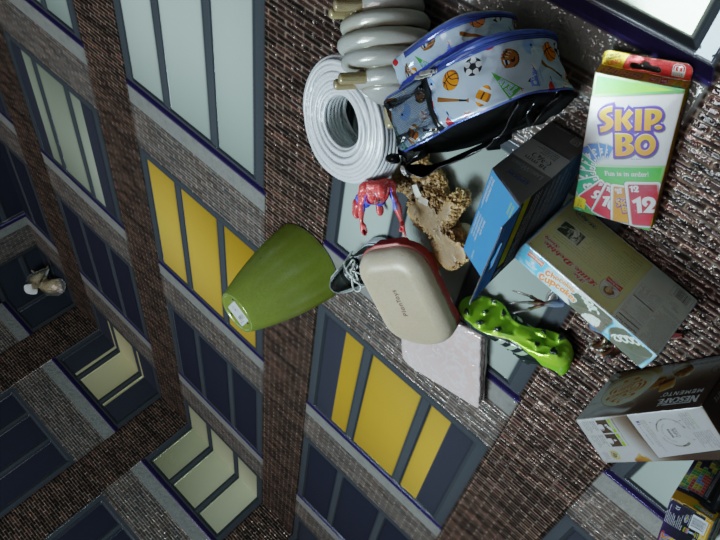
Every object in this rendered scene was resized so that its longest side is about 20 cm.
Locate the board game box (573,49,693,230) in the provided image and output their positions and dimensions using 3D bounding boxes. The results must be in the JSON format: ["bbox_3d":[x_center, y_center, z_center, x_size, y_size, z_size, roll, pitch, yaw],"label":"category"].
[{"bbox_3d":[0.302,-0.143,0.773,0.095,0.030,0.201,21,135,28],"label":"board game box"}]

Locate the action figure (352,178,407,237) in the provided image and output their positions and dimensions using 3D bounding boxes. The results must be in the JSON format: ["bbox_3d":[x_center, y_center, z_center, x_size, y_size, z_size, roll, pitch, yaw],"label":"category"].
[{"bbox_3d":[0.025,-0.087,1.072,0.200,0.065,0.100,126,135,-83],"label":"action figure"}]

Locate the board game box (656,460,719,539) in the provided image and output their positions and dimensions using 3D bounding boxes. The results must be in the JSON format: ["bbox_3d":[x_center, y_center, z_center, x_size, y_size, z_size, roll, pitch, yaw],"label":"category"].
[{"bbox_3d":[0.450,0.310,0.904,0.056,0.165,0.201,26,140,34],"label":"board game box"}]

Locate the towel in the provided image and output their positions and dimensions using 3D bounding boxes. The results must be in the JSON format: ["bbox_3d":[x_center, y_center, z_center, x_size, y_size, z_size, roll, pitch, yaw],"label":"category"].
[{"bbox_3d":[0.149,0.137,1.255,0.190,0.032,0.201,29,142,32],"label":"towel"}]

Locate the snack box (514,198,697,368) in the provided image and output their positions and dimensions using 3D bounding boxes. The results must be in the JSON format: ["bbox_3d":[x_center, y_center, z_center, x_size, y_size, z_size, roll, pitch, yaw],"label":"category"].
[{"bbox_3d":[0.303,0.011,0.848,0.200,0.116,0.037,44,148,15],"label":"snack box"}]

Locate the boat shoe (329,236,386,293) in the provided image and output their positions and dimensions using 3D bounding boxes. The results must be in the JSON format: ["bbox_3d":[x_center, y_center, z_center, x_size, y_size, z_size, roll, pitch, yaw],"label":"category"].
[{"bbox_3d":[-0.002,-0.002,1.277,0.074,0.068,0.199,56,148,-7],"label":"boat shoe"}]

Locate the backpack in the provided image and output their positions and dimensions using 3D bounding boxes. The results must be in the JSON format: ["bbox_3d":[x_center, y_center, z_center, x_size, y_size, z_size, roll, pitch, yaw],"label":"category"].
[{"bbox_3d":[0.141,-0.211,0.794,0.190,0.199,0.155,-7,102,51],"label":"backpack"}]

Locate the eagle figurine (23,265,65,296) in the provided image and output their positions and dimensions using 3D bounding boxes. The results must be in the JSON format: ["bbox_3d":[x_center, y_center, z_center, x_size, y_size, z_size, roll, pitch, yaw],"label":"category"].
[{"bbox_3d":[-1.490,0.047,3.219,0.199,0.151,0.152,17,115,50],"label":"eagle figurine"}]

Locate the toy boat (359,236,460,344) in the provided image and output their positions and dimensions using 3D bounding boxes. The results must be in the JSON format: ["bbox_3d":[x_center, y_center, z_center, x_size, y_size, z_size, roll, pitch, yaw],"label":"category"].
[{"bbox_3d":[0.094,0.020,1.117,0.130,0.131,0.201,-5,123,39],"label":"toy boat"}]

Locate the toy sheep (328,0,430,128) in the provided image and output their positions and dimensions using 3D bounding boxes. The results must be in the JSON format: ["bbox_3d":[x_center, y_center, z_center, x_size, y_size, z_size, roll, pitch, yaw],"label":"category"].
[{"bbox_3d":[0.030,-0.285,0.885,0.137,0.137,0.202,9,107,48],"label":"toy sheep"}]

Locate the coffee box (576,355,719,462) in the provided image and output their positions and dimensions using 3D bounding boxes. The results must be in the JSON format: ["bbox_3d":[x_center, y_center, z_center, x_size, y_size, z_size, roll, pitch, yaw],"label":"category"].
[{"bbox_3d":[0.400,0.183,0.893,0.080,0.114,0.200,55,149,-4],"label":"coffee box"}]

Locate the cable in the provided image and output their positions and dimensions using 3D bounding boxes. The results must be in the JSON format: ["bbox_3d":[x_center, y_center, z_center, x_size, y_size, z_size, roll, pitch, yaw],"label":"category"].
[{"bbox_3d":[-0.009,-0.226,1.034,0.199,0.069,0.201,35,133,36],"label":"cable"}]

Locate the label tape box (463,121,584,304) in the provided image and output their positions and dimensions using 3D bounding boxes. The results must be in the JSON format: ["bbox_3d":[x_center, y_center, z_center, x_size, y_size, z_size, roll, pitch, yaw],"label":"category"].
[{"bbox_3d":[0.184,-0.073,0.839,0.063,0.200,0.145,38,145,20],"label":"label tape box"}]

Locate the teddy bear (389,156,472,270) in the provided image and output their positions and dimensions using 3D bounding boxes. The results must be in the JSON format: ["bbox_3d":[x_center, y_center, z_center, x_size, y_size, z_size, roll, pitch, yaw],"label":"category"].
[{"bbox_3d":[0.116,-0.101,1.044,0.200,0.066,0.145,51,145,16],"label":"teddy bear"}]

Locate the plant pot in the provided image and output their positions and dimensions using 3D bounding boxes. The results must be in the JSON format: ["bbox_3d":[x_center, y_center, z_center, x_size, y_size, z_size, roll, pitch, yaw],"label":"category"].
[{"bbox_3d":[-0.180,0.034,1.421,0.186,0.200,0.188,32,143,29],"label":"plant pot"}]

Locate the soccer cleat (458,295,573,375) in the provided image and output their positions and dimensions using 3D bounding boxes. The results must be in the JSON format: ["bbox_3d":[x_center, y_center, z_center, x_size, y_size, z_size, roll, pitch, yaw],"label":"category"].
[{"bbox_3d":[0.239,0.104,1.077,0.199,0.068,0.081,28,154,34],"label":"soccer cleat"}]

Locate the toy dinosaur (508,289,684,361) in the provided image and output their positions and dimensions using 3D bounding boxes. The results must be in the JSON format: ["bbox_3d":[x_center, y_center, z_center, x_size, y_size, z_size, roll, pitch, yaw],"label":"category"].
[{"bbox_3d":[0.305,0.022,0.932,0.198,0.105,0.183,-17,97,18],"label":"toy dinosaur"}]
